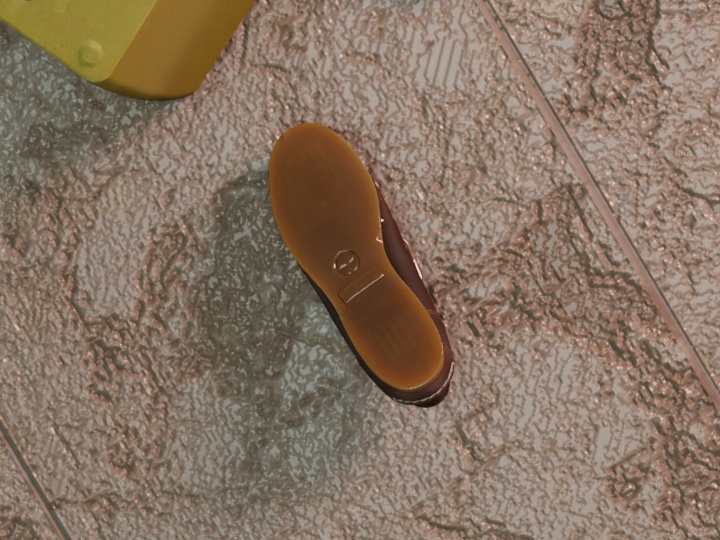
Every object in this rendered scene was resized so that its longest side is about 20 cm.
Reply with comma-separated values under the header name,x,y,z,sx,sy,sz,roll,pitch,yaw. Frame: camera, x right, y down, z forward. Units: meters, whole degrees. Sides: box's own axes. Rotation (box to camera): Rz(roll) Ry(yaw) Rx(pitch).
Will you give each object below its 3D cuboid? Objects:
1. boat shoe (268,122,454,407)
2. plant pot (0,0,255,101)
name,x,y,z,sx,sy,sz,roll,pitch,yaw
boat shoe,0.000,0.000,1.247,0.070,0.070,0.201,-26,70,6
plant pot,-0.154,-0.219,1.170,0.200,0.176,0.200,35,110,-3
